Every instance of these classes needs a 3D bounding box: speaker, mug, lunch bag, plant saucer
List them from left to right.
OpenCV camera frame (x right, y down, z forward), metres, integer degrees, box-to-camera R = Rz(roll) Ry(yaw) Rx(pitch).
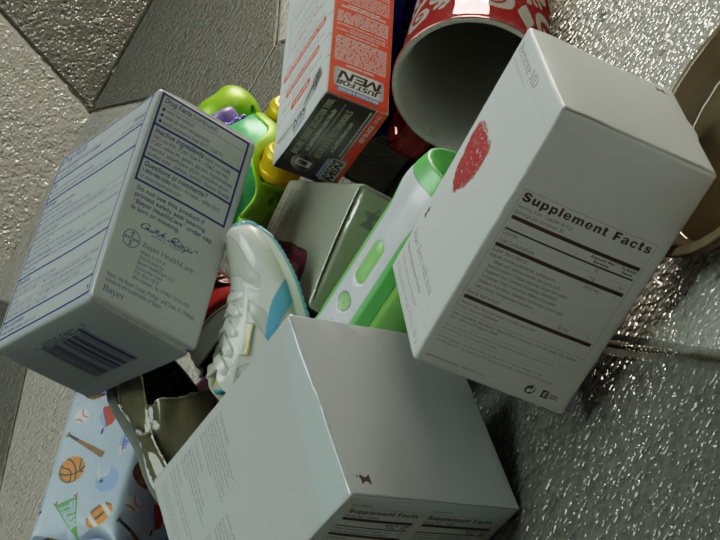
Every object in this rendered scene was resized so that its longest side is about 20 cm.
[{"bbox_3d":[-0.188,0.221,1.803,0.123,0.200,0.171,0,57,27],"label":"lunch bag"},{"bbox_3d":[0.031,0.009,1.486,0.201,0.088,0.089,-57,19,24],"label":"speaker"},{"bbox_3d":[0.084,-0.202,1.692,0.176,0.134,0.201,-20,33,22],"label":"mug"},{"bbox_3d":[0.248,-0.094,1.283,0.200,0.029,0.201,-52,21,29],"label":"plant saucer"}]

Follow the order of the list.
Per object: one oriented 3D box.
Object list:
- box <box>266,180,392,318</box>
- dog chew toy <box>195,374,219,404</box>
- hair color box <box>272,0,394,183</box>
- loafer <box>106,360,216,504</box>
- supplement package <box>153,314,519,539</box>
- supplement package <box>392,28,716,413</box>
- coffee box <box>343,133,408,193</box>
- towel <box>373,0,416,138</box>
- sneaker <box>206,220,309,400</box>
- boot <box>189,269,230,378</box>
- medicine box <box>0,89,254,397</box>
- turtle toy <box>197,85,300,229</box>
[{"bbox_3d":[0.000,0.000,1.663,0.110,0.127,0.200,-65,18,-4],"label":"box"},{"bbox_3d":[-0.079,0.117,1.699,0.200,0.124,0.125,-51,20,51],"label":"dog chew toy"},{"bbox_3d":[-0.020,-0.187,1.708,0.111,0.063,0.201,-50,27,47],"label":"hair color box"},{"bbox_3d":[-0.150,0.134,1.642,0.200,0.075,0.070,48,134,35],"label":"loafer"},{"bbox_3d":[-0.022,0.159,1.402,0.200,0.150,0.153,-50,46,34],"label":"supplement package"},{"bbox_3d":[0.122,-0.032,1.307,0.201,0.119,0.122,-60,20,24],"label":"supplement package"},{"bbox_3d":[0.040,-0.187,1.887,0.200,0.079,0.115,-52,22,30],"label":"coffee box"},{"bbox_3d":[0.009,-0.207,1.813,0.147,0.049,0.202,-21,53,64],"label":"towel"},{"bbox_3d":[-0.083,0.060,1.571,0.076,0.080,0.202,147,111,-73],"label":"sneaker"},{"bbox_3d":[-0.141,0.009,1.722,0.072,0.145,0.200,-23,-6,-14],"label":"boot"},{"bbox_3d":[-0.195,-0.020,1.648,0.182,0.102,0.201,-25,43,52],"label":"medicine box"},{"bbox_3d":[-0.112,-0.097,1.848,0.201,0.100,0.147,-89,12,-52],"label":"turtle toy"}]
